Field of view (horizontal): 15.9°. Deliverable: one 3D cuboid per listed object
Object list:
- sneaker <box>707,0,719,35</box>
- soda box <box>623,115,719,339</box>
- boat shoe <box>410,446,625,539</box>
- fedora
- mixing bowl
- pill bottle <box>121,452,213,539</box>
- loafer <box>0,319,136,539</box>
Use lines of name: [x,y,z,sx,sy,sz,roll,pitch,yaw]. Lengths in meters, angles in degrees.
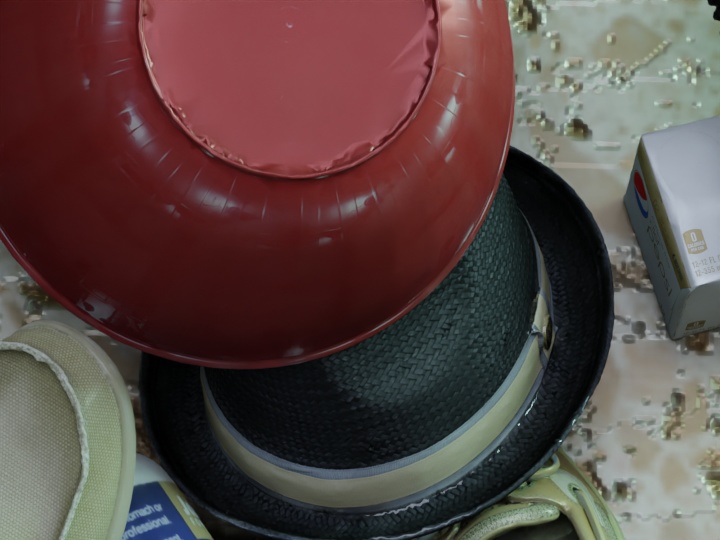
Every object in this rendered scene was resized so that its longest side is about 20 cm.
sneaker: [0.189,-0.075,0.958,0.093,0.070,0.201,-15,67,0]
soda box: [0.209,-0.036,1.015,0.199,0.064,0.068,-15,71,-5]
boat shoe: [0.062,0.116,0.929,0.073,0.063,0.201,-26,49,7]
fedora: [0.000,0.000,0.955,0.199,0.092,0.201,-6,48,7]
mixing bowl: [-0.033,-0.071,0.837,0.199,0.108,0.202,1,85,-11]
pill bottle: [-0.098,0.134,0.922,0.119,0.120,0.200,-33,74,-11]
loafer: [-0.138,0.109,0.838,0.075,0.068,0.201,26,92,20]
